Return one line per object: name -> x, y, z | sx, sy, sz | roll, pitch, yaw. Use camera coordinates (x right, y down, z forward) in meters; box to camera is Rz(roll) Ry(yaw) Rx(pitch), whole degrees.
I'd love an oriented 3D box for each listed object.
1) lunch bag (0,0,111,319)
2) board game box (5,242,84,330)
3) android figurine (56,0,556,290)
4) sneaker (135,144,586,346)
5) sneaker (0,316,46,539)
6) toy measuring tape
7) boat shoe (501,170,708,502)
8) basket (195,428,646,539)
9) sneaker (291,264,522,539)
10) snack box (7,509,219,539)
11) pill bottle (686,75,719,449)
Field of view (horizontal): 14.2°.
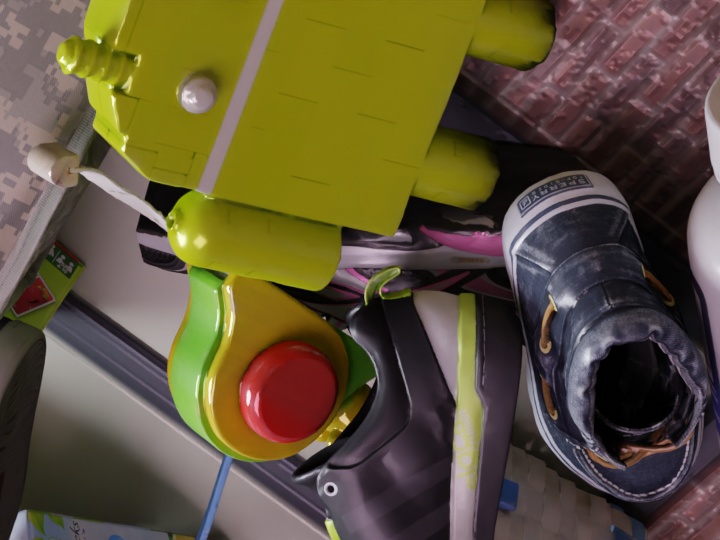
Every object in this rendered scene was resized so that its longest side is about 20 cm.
lunch bag -> -0.161, -0.108, 1.165 | 0.164, 0.118, 0.200 | 31, 104, -2
board game box -> -0.227, -0.026, 1.270 | 0.200, 0.102, 0.048 | 42, 130, -12
android figurine -> -0.021, -0.083, 1.099 | 0.200, 0.041, 0.182 | 14, 106, -34
sneaker -> 0.000, 0.000, 1.213 | 0.200, 0.080, 0.086 | 6, 129, 19
sneaker -> -0.204, 0.083, 1.238 | 0.106, 0.075, 0.200 | 24, 123, 9
toy measuring tape -> -0.067, 0.025, 1.153 | 0.073, 0.074, 0.200 | -25, 135, 35
boat shoe -> 0.106, 0.055, 1.169 | 0.071, 0.091, 0.200 | -22, 139, 3
basket -> 0.018, 0.147, 1.278 | 0.200, 0.139, 0.177 | 20, 126, -4
sneaker -> 0.012, 0.097, 1.156 | 0.083, 0.072, 0.200 | 8, 96, -2
snack box -> -0.178, 0.170, 1.387 | 0.200, 0.053, 0.142 | -22, 158, 33
pill bottle -> 0.187, 0.014, 1.124 | 0.111, 0.111, 0.200 | 1, 127, 21
